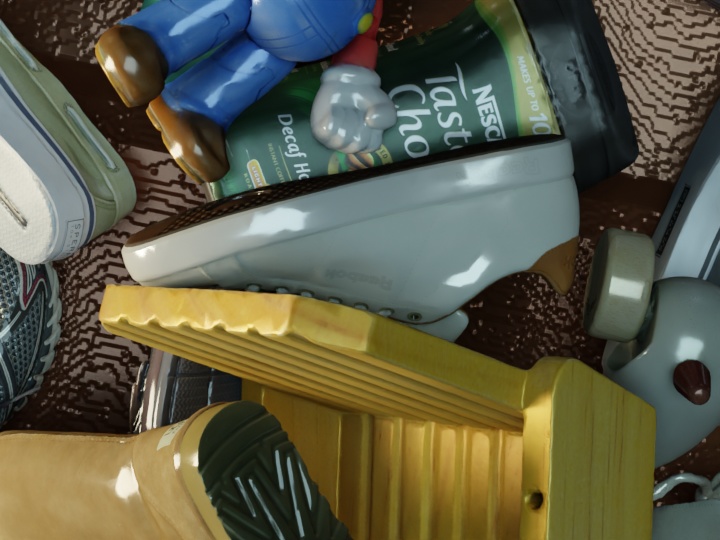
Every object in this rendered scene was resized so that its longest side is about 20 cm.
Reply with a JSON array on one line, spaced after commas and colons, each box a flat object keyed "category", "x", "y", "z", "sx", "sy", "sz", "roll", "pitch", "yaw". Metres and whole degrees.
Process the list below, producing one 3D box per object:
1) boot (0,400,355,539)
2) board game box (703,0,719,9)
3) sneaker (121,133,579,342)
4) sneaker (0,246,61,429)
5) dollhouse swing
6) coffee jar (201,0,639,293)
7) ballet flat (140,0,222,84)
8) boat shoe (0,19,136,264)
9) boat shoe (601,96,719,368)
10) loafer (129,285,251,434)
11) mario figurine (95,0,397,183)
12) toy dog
[{"category": "boot", "x": -0.076, "y": 0.137, "z": 0.812, "sx": 0.066, "sy": 0.199, "sz": 0.177, "roll": -28, "pitch": 98, "yaw": -39}, {"category": "board game box", "x": 0.124, "y": -0.218, "z": 0.864, "sx": 0.199, "sy": 0.035, "sz": 0.127, "roll": 24, "pitch": 93, "yaw": -22}, {"category": "sneaker", "x": 0.000, "y": 0.000, "z": 0.808, "sx": 0.198, "sy": 0.073, "sz": 0.086, "roll": -10, "pitch": 100, "yaw": -3}, {"category": "sneaker", "x": -0.199, "y": 0.067, "z": 0.889, "sx": 0.080, "sy": 0.075, "sz": 0.202, "roll": 20, "pitch": 92, "yaw": -1}, {"category": "dollhouse swing", "x": -0.007, "y": 0.100, "z": 0.797, "sx": 0.175, "sy": 0.199, "sz": 0.184, "roll": 2, "pitch": 91, "yaw": -43}, {"category": "coffee jar", "x": 0.025, "y": -0.062, "z": 0.878, "sx": 0.198, "sy": 0.085, "sz": 0.105, "roll": -20, "pitch": 95, "yaw": 0}, {"category": "ballet flat", "x": -0.032, "y": -0.161, "z": 0.879, "sx": 0.200, "sy": 0.070, "sz": 0.067, "roll": -42, "pitch": 96, "yaw": 2}, {"category": "boat shoe", "x": -0.184, "y": -0.087, "z": 0.887, "sx": 0.201, "sy": 0.062, "sz": 0.072, "roll": 53, "pitch": 127, "yaw": 11}, {"category": "boat shoe", "x": 0.186, "y": -0.027, "z": 0.889, "sx": 0.068, "sy": 0.074, "sz": 0.201, "roll": 24, "pitch": 95, "yaw": -5}, {"category": "loafer", "x": -0.088, "y": 0.103, "z": 0.898, "sx": 0.063, "sy": 0.072, "sz": 0.202, "roll": 2, "pitch": 94, "yaw": 40}, {"category": "mario figurine", "x": -0.011, "y": -0.120, "z": 0.782, "sx": 0.200, "sy": 0.123, "sz": 0.106, "roll": -39, "pitch": 75, "yaw": 4}, {"category": "toy dog", "x": 0.133, "y": 0.083, "z": 0.846, "sx": 0.130, "sy": 0.097, "sz": 0.202, "roll": -3, "pitch": 118, "yaw": 10}]
